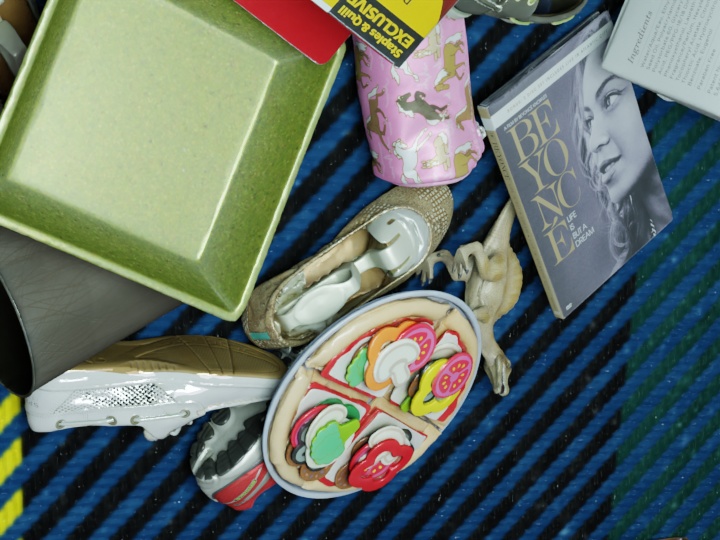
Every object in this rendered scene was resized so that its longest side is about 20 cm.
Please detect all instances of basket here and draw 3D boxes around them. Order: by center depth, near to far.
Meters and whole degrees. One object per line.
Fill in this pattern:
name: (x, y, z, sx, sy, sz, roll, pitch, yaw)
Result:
basket: (-0.174, -0.019, 1.119, 0.198, 0.180, 0.138, -26, 111, -24)

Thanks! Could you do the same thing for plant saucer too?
plant saucer: (-0.130, -0.097, 1.024, 0.199, 0.048, 0.202, 25, 85, -31)

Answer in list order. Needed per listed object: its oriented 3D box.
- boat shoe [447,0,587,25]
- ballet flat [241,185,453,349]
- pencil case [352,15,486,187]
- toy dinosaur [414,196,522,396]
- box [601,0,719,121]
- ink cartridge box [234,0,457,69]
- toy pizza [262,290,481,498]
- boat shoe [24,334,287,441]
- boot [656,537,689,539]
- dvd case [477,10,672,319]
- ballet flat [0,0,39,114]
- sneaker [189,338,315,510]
boat shoe: (0.107, -0.214, 1.170, 0.201, 0.060, 0.073, -5, 98, -62)
ballet flat: (0.000, 0.000, 1.251, 0.199, 0.065, 0.071, -38, 108, -10)
pencil case: (0.041, -0.166, 1.204, 0.086, 0.082, 0.203, -29, 120, -41)
toy dinosaur: (0.100, -0.001, 1.317, 0.100, 0.058, 0.203, 0, 103, -42)
box: (0.321, -0.208, 1.261, 0.198, 0.130, 0.202, 12, 103, -46)
ink cartridge box: (-0.028, -0.219, 0.951, 0.199, 0.084, 0.176, 33, 108, -30)
toy pizza: (0.016, 0.102, 1.242, 0.198, 0.032, 0.202, -23, 137, -23)
boat shoe: (-0.154, 0.092, 1.217, 0.197, 0.071, 0.070, 1, 109, -16)
boot: (0.281, 0.344, 1.523, 0.186, 0.068, 0.203, 3, 100, -18)
dvd case: (0.178, -0.085, 1.311, 0.148, 0.016, 0.202, -39, 120, -26)
ballet flat: (-0.240, -0.170, 1.083, 0.067, 0.064, 0.202, -31, 118, -12)
sneaker: (-0.045, 0.110, 1.280, 0.199, 0.077, 0.085, -39, 136, -4)
